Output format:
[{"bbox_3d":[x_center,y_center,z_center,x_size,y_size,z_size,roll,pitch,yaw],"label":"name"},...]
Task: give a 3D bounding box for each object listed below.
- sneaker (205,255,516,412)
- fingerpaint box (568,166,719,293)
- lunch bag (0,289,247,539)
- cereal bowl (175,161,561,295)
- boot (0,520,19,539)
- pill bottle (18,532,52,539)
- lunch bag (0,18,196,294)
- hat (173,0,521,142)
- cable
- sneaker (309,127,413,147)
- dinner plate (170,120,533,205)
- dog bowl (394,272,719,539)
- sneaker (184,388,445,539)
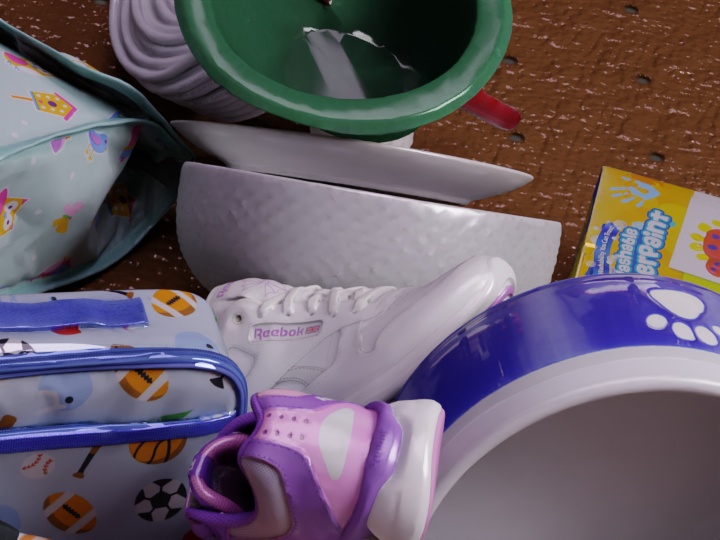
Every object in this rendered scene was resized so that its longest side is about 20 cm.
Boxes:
[{"bbox_3d":[-0.021,0.035,1.065,0.100,0.199,0.075,61,26,7],"label":"sneaker"},{"bbox_3d":[0.183,0.046,1.216,0.166,0.074,0.200,15,36,4],"label":"fingerpaint box"},{"bbox_3d":[-0.151,0.080,1.006,0.198,0.161,0.076,-3,38,-20],"label":"lunch bag"},{"bbox_3d":[0.000,0.000,1.184,0.198,0.084,0.200,9,3,0],"label":"cereal bowl"},{"bbox_3d":[-0.241,0.149,0.892,0.199,0.076,0.169,13,80,15],"label":"boot"},{"bbox_3d":[-0.065,0.180,0.936,0.198,0.113,0.112,13,36,2],"label":"pill bottle"},{"bbox_3d":[-0.202,-0.072,1.230,0.170,0.123,0.200,29,30,24],"label":"lunch bag"},{"bbox_3d":[-0.005,-0.090,1.258,0.198,0.177,0.167,10,56,0],"label":"hat"},{"bbox_3d":[-0.062,-0.185,1.357,0.069,0.201,0.199,28,-8,-36],"label":"cable"},{"bbox_3d":[0.006,-0.143,1.394,0.078,0.090,0.200,7,25,-9],"label":"sneaker"},{"bbox_3d":[-0.006,-0.056,1.260,0.198,0.024,0.200,10,1,0],"label":"dinner plate"},{"bbox_3d":[0.107,0.103,1.013,0.198,0.201,0.079,3,35,-11],"label":"dog bowl"},{"bbox_3d":[-0.035,0.102,0.977,0.088,0.200,0.081,15,58,-12],"label":"sneaker"}]
